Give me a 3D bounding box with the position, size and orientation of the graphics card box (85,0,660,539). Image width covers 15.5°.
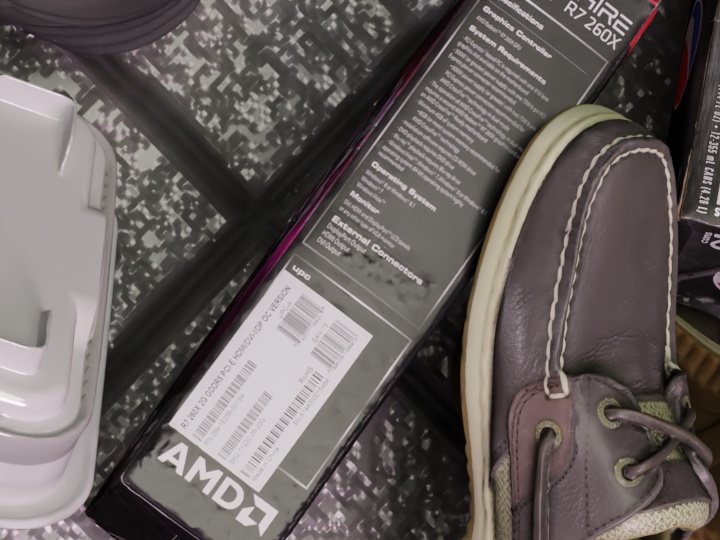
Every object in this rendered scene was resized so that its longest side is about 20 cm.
[{"bbox_3d":[0.000,0.000,0.768,0.051,0.125,0.200,35,77,-3],"label":"graphics card box"}]

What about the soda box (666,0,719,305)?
[{"bbox_3d":[0.136,-0.088,0.788,0.070,0.063,0.201,13,71,-1],"label":"soda box"}]

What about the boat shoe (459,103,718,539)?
[{"bbox_3d":[0.066,0.059,0.719,0.072,0.066,0.202,-1,103,-47],"label":"boat shoe"}]

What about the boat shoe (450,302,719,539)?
[{"bbox_3d":[0.108,0.052,0.778,0.065,0.200,0.074,16,96,-43],"label":"boat shoe"}]

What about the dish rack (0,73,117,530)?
[{"bbox_3d":[-0.155,-0.023,0.712,0.199,0.172,0.044,20,123,-15],"label":"dish rack"}]

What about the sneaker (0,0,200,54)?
[{"bbox_3d":[-0.132,-0.106,0.772,0.199,0.099,0.071,14,85,16],"label":"sneaker"}]
